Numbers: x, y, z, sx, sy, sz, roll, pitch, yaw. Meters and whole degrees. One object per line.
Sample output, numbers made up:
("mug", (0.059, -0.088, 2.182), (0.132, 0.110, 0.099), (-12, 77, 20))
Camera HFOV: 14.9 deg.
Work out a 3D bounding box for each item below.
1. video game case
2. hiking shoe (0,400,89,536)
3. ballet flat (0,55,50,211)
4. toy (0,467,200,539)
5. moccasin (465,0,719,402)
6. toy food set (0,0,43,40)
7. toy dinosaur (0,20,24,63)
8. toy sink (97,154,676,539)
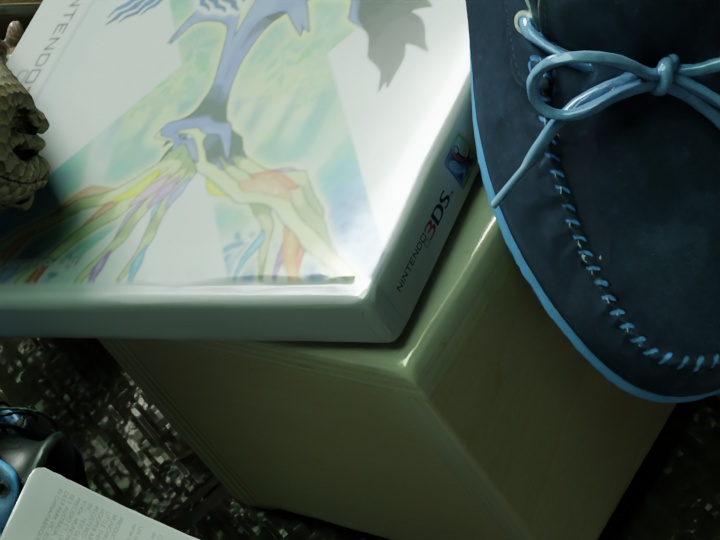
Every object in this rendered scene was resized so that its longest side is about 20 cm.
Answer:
("video game case", (-0.037, -0.057, 0.827), (0.199, 0.022, 0.183), (0, 52, 38))
("hiking shoe", (-0.124, 0.052, 0.813), (0.086, 0.200, 0.074), (-29, 11, 29))
("ballet flat", (-0.132, -0.058, 0.861), (0.068, 0.046, 0.200), (-68, 24, 9))
("toy", (-0.018, 0.144, 0.710), (0.047, 0.199, 0.116), (121, 173, -57))
("moccasin", (0.062, -0.065, 0.730), (0.080, 0.068, 0.201), (-12, 74, -21))
("toy food set", (-0.199, -0.107, 1.084), (0.143, 0.061, 0.200), (-16, -1, 25))
("toy dinosaur", (-0.124, -0.019, 0.975), (0.199, 0.086, 0.135), (-6, 33, -35))
("toy sink", (0.000, 0.000, 0.850), (0.199, 0.112, 0.131), (9, 57, 43))
